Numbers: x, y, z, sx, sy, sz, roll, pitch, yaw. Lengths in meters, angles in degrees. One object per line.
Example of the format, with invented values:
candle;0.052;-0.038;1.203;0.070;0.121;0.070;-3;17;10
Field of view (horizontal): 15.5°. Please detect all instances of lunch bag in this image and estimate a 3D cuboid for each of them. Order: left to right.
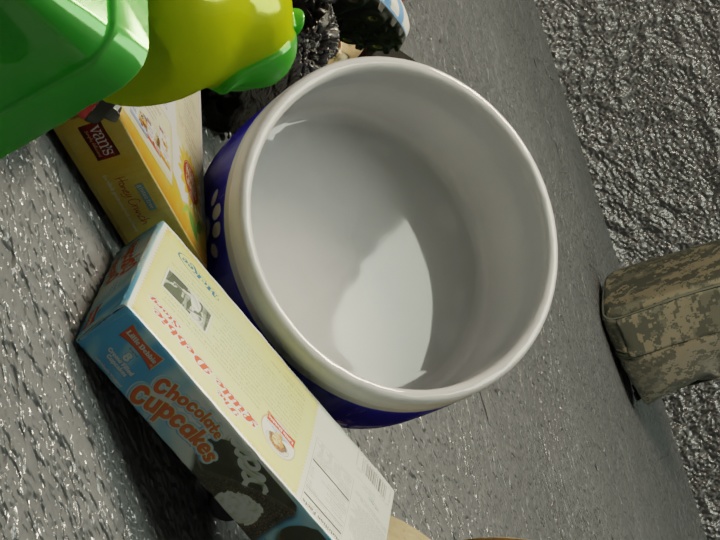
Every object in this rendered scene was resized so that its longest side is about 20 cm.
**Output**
lunch bag;0.417;0.074;3.371;0.139;0.199;0.168;-76;145;-62

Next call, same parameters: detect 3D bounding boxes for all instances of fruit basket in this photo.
fruit basket;-0.132;-0.126;1.148;0.216;0.155;0.216;47;28;-35

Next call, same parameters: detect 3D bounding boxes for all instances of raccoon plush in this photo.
raccoon plush;-0.030;-0.152;1.615;0.097;0.200;0.134;57;25;-5

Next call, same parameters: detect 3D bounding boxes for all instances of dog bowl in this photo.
dog bowl;0.007;-0.014;1.492;0.079;0.199;0.201;-31;-110;59

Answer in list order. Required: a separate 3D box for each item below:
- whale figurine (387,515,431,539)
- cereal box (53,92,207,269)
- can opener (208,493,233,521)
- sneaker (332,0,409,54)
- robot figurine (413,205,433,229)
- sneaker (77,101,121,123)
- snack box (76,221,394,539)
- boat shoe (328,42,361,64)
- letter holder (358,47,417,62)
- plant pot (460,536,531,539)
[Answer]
whale figurine;0.033;0.216;1.462;0.200;0.104;0.159;26;21;-12
cereal box;-0.127;-0.112;1.447;0.144;0.039;0.200;62;16;-46
can opener;-0.047;0.087;1.515;0.200;0.066;0.053;-48;123;-71
sneaker;-0.031;-0.213;1.644;0.200;0.072;0.073;46;56;-29
robot figurine;0.000;0.000;1.653;0.175;0.116;0.200;40;-14;12
sneaker;-0.132;-0.164;1.341;0.098;0.071;0.201;33;41;-13
snack box;-0.060;0.077;1.363;0.200;0.037;0.116;50;18;-14
boat shoe;-0.033;-0.160;1.778;0.071;0.064;0.200;56;-4;5
letter holder;0.001;-0.043;1.857;0.100;0.142;0.200;32;32;-22
plant pot;0.086;0.299;1.633;0.200;0.186;0.187;-73;148;-43
